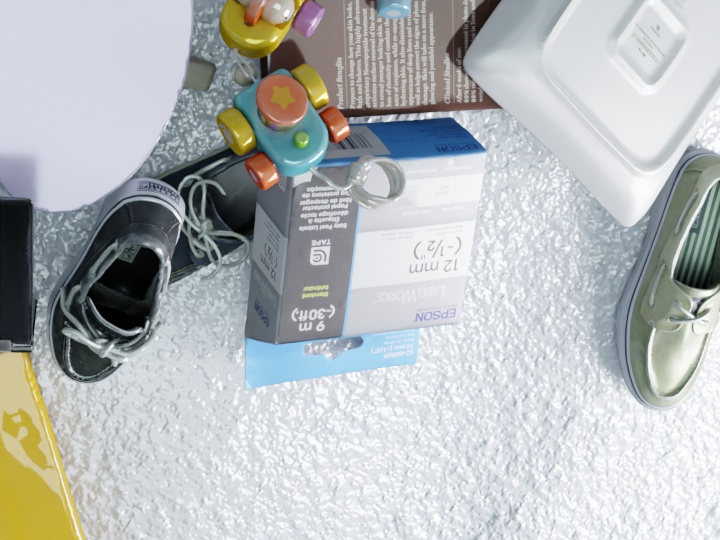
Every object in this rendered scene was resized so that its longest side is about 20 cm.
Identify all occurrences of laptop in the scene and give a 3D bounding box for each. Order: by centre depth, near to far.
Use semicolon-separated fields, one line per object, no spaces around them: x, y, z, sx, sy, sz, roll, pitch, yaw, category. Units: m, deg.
-0.303;-0.010;1.160;0.186;0.200;0.117;2;102;-9;laptop

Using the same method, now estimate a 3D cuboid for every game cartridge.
-0.298;0.165;1.297;0.175;0.032;0.201;-15;104;-4;game cartridge

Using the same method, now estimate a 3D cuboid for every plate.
0.190;-0.159;1.233;0.199;0.032;0.200;40;81;-32;plate

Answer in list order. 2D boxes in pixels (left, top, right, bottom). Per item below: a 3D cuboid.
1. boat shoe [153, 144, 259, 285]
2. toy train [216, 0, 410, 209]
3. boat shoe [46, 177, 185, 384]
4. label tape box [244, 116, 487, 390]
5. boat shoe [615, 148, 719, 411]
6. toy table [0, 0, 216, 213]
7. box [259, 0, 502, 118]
-0.096;-0.042;1.253;0.199;0.062;0.075;-28;108;0;boat shoe
-0.017;-0.145;1.141;0.149;0.056;0.201;6;74;-5;toy train
-0.166;0.027;1.213;0.073;0.068;0.200;20;135;-19;boat shoe
0.000;0.000;1.241;0.143;0.066;0.201;-6;119;-24;label tape box
0.234;0.012;1.317;0.072;0.062;0.201;4;105;-10;boat shoe
-0.182;-0.147;1.183;0.183;0.117;0.201;29;98;-14;toy table
0.030;-0.160;1.236;0.199;0.075;0.101;-4;106;-10;box
